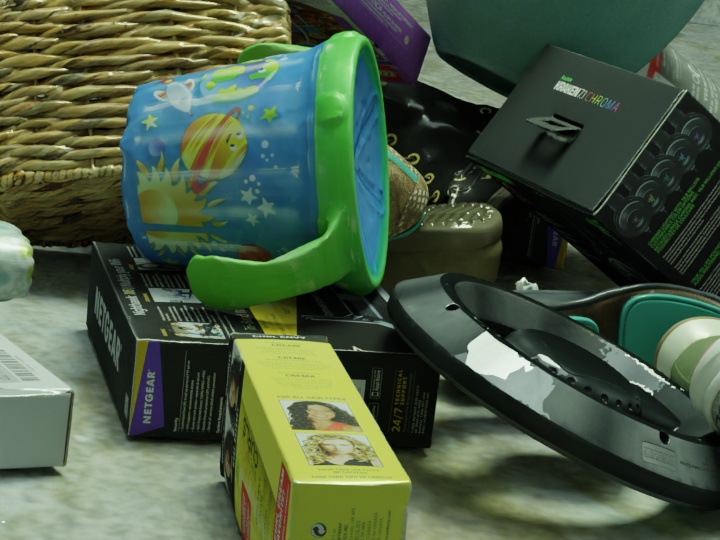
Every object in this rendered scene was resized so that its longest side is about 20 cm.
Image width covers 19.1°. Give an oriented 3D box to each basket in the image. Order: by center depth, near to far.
[{"bbox_3d":[-0.142,-0.103,1.341,0.198,0.144,0.149,-4,-15,-6],"label":"basket"}]

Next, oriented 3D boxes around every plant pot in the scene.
[{"bbox_3d":[0.120,-0.183,1.412,0.199,0.135,0.200,27,-1,1],"label":"plant pot"}]

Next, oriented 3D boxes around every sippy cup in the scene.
[{"bbox_3d":[-0.057,-0.054,1.144,0.129,0.141,0.178,-3,3,8],"label":"sippy cup"}]

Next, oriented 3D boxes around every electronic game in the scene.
[{"bbox_3d":[0.102,0.059,1.065,0.199,0.042,0.200,27,11,-6],"label":"electronic game"}]

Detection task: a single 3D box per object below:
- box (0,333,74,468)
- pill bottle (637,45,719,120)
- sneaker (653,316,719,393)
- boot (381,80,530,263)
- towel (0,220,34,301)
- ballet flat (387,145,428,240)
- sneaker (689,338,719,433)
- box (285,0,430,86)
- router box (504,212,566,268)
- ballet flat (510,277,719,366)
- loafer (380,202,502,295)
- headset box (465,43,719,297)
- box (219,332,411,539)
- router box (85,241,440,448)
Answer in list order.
[{"bbox_3d":[-0.253,0.053,0.983,0.199,0.042,0.156,1,14,-32],"label":"box"},{"bbox_3d":[0.228,-0.086,1.543,0.199,0.114,0.114,33,0,-29],"label":"pill bottle"},{"bbox_3d":[0.263,0.074,1.154,0.198,0.068,0.090,5,22,-12],"label":"sneaker"},{"bbox_3d":[0.035,-0.062,1.412,0.150,0.074,0.200,23,46,13],"label":"boot"},{"bbox_3d":[-0.269,-0.009,1.120,0.170,0.049,0.200,-1,2,-17],"label":"towel"},{"bbox_3d":[-0.059,-0.037,1.260,0.199,0.065,0.071,-17,42,17],"label":"ballet flat"},{"bbox_3d":[0.254,0.094,1.036,0.199,0.074,0.088,18,34,-21],"label":"sneaker"},{"bbox_3d":[-0.070,-0.176,1.398,0.199,0.039,0.137,12,-14,29],"label":"box"},{"bbox_3d":[0.074,-0.058,1.576,0.156,0.053,0.200,9,13,2],"label":"router box"},{"bbox_3d":[0.133,0.036,1.217,0.198,0.074,0.073,1,15,-19],"label":"ballet flat"},{"bbox_3d":[0.000,0.000,1.306,0.199,0.068,0.076,-2,12,40],"label":"loafer"},{"bbox_3d":[0.182,-0.041,1.305,0.200,0.093,0.174,39,-3,-28],"label":"headset box"},{"bbox_3d":[-0.023,0.088,0.896,0.050,0.076,0.200,2,15,-12],"label":"box"},{"bbox_3d":[-0.058,0.036,1.137,0.156,0.053,0.200,4,14,-14],"label":"router box"}]
